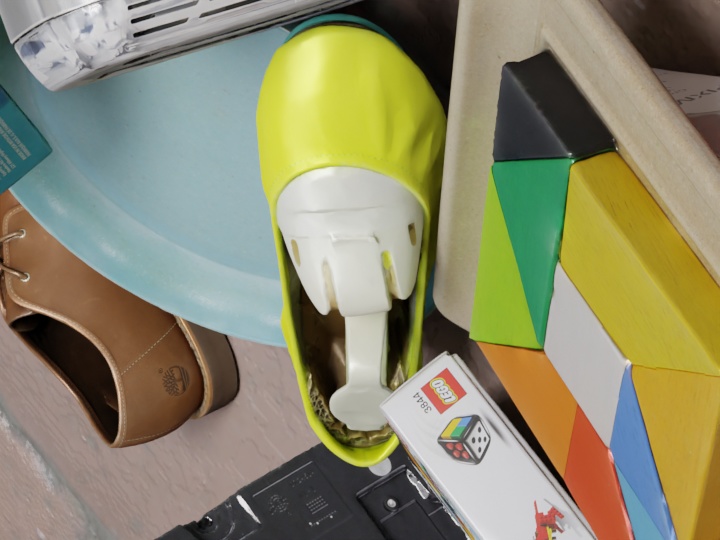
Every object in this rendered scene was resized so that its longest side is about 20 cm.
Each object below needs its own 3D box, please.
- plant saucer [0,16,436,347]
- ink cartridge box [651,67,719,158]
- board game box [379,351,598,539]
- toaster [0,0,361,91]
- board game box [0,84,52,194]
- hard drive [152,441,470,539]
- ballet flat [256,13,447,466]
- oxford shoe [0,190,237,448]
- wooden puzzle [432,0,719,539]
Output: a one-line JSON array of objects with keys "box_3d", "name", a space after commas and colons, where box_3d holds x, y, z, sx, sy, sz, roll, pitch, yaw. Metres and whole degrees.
[{"box_3d": [-0.054, -0.045, 0.935, 0.200, 0.027, 0.200, 18, 144, 13], "name": "plant saucer"}, {"box_3d": [0.128, 0.025, 0.751, 0.200, 0.050, 0.161, 23, 132, 67], "name": "ink cartridge box"}, {"box_3d": [0.084, 0.125, 0.880, 0.200, 0.035, 0.126, 52, 177, 14], "name": "board game box"}, {"box_3d": [-0.053, -0.137, 0.782, 0.114, 0.200, 0.129, -11, 97, 71], "name": "toaster"}, {"box_3d": [-0.202, -0.123, 0.869, 0.200, 0.047, 0.151, 49, 176, 25], "name": "board game box"}, {"box_3d": [0.013, 0.165, 0.957, 0.200, 0.140, 0.038, 51, 144, 13], "name": "hard drive"}, {"box_3d": [0.000, 0.000, 0.870, 0.200, 0.067, 0.067, 88, -179, -53], "name": "ballet flat"}, {"box_3d": [-0.134, -0.014, 1.081, 0.200, 0.071, 0.071, 55, 145, 8], "name": "oxford shoe"}, {"box_3d": [0.080, 0.023, 0.758, 0.200, 0.037, 0.185, 53, 155, 33], "name": "wooden puzzle"}]
